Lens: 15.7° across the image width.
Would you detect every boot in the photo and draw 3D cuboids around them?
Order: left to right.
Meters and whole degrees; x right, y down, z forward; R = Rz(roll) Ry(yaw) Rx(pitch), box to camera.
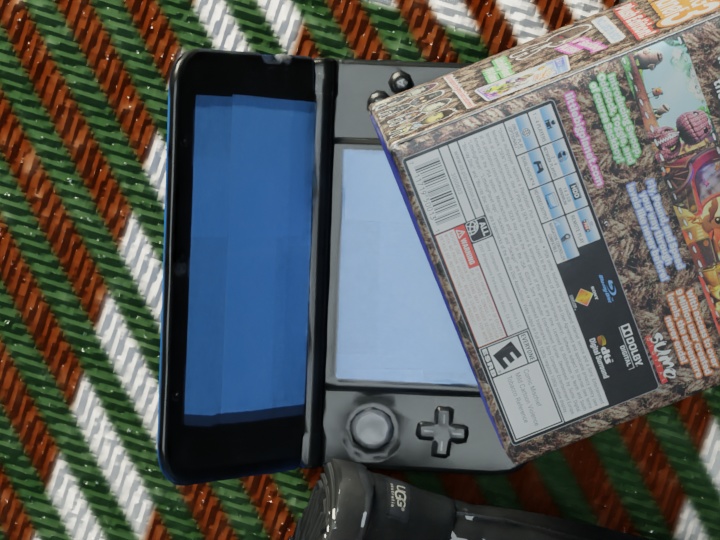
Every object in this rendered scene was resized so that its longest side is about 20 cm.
[{"bbox_3d":[0.056,0.175,1.252,0.200,0.066,0.165,14,134,-15],"label":"boot"}]

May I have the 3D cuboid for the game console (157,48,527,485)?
[{"bbox_3d":[0.000,0.000,1.222,0.170,0.118,0.200,2,94,4],"label":"game console"}]

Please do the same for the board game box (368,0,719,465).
[{"bbox_3d":[0.126,-0.032,1.178,0.200,0.097,0.160,-21,106,0],"label":"board game box"}]

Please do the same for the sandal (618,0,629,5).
[{"bbox_3d":[0.202,-0.085,1.246,0.200,0.045,0.075,32,101,-13],"label":"sandal"}]
